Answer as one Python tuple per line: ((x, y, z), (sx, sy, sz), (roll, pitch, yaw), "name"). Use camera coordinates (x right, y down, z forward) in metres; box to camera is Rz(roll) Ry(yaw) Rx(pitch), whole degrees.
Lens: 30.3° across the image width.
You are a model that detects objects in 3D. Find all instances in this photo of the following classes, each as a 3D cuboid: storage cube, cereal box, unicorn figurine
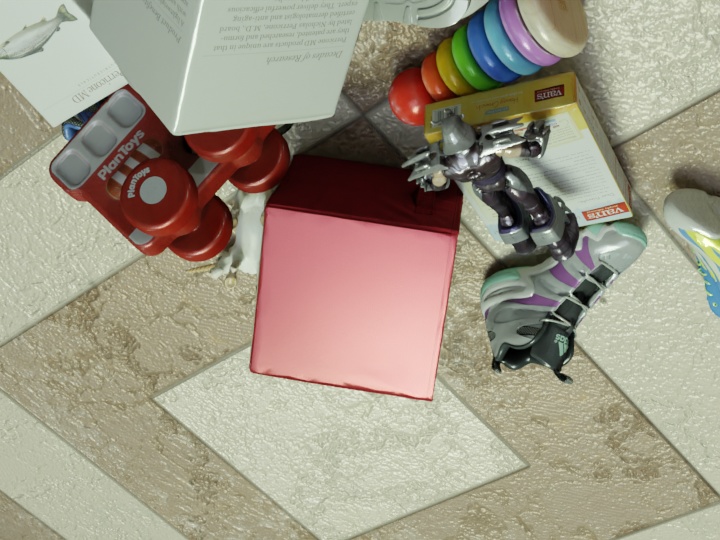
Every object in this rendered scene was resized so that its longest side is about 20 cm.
((0.000, 0.000, 1.288), (0.179, 0.171, 0.201), (8, 112, 4), "storage cube")
((0.161, -0.100, 1.241), (0.143, 0.040, 0.200), (-10, 149, 22), "cereal box")
((-0.116, -0.034, 1.362), (0.074, 0.138, 0.201), (23, 115, -12), "unicorn figurine")

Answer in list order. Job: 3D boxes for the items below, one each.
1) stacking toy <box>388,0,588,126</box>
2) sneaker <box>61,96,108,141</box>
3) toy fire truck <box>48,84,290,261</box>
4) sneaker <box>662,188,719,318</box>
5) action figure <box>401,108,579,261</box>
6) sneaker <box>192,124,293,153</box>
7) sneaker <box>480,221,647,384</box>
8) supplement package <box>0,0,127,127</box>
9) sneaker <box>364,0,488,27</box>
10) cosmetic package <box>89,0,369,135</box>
((0.103, -0.192, 1.195), (0.200, 0.086, 0.085), (-26, 121, 39), "stacking toy")
((-0.230, -0.106, 1.341), (0.075, 0.079, 0.200), (-31, 118, 35), "sneaker")
((-0.169, -0.117, 1.198), (0.168, 0.200, 0.112), (40, 179, 21), "toy fire truck")
((0.357, 0.001, 1.302), (0.199, 0.076, 0.105), (29, 132, -14), "sneaker")
((0.118, -0.082, 1.174), (0.130, 0.070, 0.200), (-7, 146, 33), "action figure")
((-0.169, -0.149, 1.275), (0.199, 0.075, 0.116), (-24, 94, -12), "sneaker")
((0.208, 0.045, 1.325), (0.078, 0.140, 0.200), (26, 138, -34), "sneaker")
((-0.287, -0.254, 1.196), (0.117, 0.118, 0.200), (-25, 122, 28), "supplement package")
((0.019, -0.257, 1.155), (0.199, 0.080, 0.077), (20, 123, 23), "sneaker")
((-0.102, -0.243, 1.076), (0.164, 0.165, 0.201), (-11, 137, -34), "cosmetic package")
